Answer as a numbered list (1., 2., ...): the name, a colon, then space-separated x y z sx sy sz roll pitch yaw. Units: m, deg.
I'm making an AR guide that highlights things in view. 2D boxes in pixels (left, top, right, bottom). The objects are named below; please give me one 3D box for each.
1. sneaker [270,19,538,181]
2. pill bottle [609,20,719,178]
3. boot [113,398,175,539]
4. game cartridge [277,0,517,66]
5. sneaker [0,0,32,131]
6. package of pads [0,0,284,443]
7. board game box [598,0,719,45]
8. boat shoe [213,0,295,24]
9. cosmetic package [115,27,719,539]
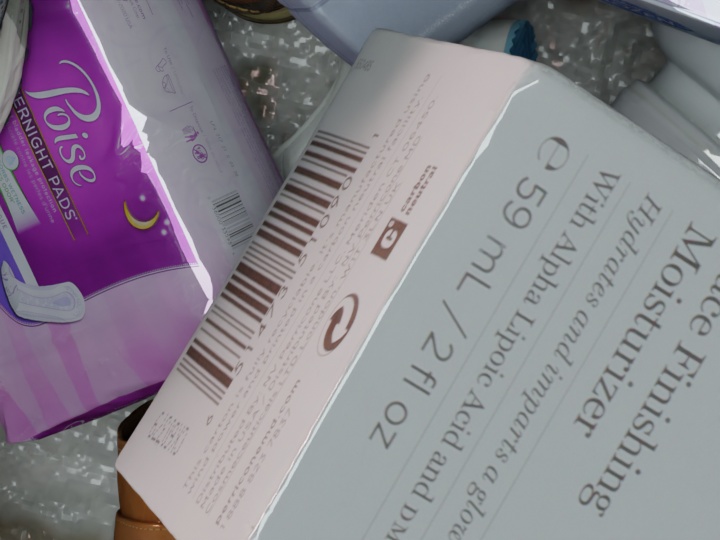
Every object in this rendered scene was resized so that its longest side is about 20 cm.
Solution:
1. sneaker: 0.000 0.000 0.979 0.080 0.076 0.201 17 91 14
2. pill bottle: 0.169 -0.093 0.929 0.113 0.113 0.200 40 97 2
3. boot: -0.048 0.133 0.926 0.076 0.200 0.156 -2 102 -5
4. game cartridge: -0.005 -0.168 0.905 0.133 0.040 0.201 -35 106 -7
5. sneaker: -0.141 -0.094 0.849 0.077 0.086 0.201 37 117 14
6. package of pads: -0.103 -0.054 0.934 0.120 0.076 0.201 -23 93 33
7. board game box: 0.139 -0.167 0.860 0.199 0.041 0.201 22 91 14
8. boat shoe: 0.012 -0.169 0.961 0.072 0.068 0.200 40 97 2
9. cosmetic package: 0.063 0.052 0.809 0.199 0.165 0.165 31 89 -17
